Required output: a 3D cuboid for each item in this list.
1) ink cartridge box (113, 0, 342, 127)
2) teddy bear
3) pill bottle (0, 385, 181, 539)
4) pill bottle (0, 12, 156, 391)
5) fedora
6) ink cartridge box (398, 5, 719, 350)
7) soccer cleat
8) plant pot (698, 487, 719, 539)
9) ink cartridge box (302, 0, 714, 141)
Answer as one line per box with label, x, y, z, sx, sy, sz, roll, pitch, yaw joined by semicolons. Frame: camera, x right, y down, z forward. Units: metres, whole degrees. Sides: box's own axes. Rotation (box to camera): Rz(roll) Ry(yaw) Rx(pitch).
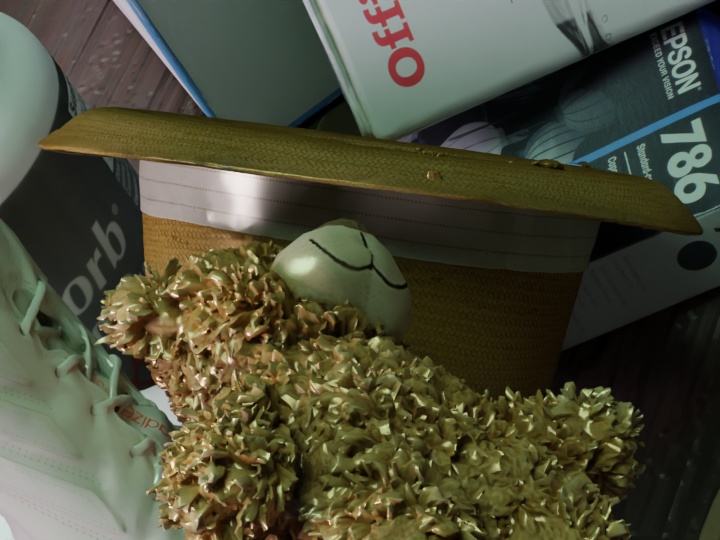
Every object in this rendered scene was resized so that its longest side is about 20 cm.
ink cartridge box;-0.060;-0.164;1.091;0.129;0.125;0.200;-37;42;-4
teddy bear;0.012;0.050;0.691;0.145;0.067;0.200;5;31;-14
pill bottle;-0.124;0.108;0.883;0.200;0.113;0.113;-23;42;11
pill bottle;-0.133;-0.016;0.941;0.116;0.200;0.116;-18;44;18
fedora;0.000;0.000;0.847;0.201;0.201;0.082;10;94;38
ink cartridge box;0.074;-0.025;0.940;0.200;0.039;0.099;-23;42;12
soccer cleat;-0.073;0.052;0.761;0.078;0.200;0.069;-8;32;28
plant pot;0.163;0.063;0.655;0.201;0.093;0.201;-14;51;17
ink cartridge box;0.062;-0.150;0.952;0.200;0.145;0.083;-23;16;-2
